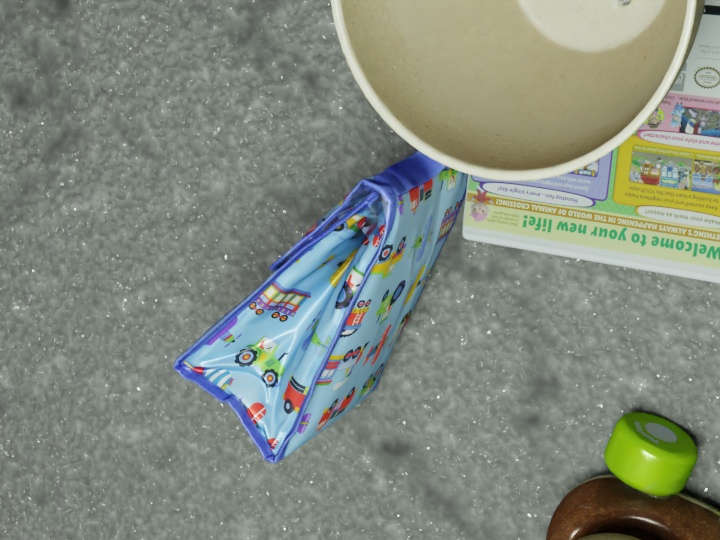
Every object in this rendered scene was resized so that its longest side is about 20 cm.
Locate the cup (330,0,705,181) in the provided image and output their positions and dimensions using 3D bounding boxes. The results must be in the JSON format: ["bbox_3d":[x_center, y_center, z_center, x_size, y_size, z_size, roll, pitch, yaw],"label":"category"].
[{"bbox_3d":[0.103,-0.161,0.819,0.198,0.143,0.203,9,108,27],"label":"cup"}]

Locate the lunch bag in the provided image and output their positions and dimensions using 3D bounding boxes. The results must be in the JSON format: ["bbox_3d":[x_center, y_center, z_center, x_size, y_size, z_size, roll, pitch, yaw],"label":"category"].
[{"bbox_3d":[0.000,0.000,0.940,0.094,0.150,0.201,42,115,9],"label":"lunch bag"}]

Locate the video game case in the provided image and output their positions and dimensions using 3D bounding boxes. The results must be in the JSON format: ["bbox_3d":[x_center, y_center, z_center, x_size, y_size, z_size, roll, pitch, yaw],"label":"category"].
[{"bbox_3d":[0.160,-0.094,0.896,0.198,0.022,0.184,11,100,28],"label":"video game case"}]

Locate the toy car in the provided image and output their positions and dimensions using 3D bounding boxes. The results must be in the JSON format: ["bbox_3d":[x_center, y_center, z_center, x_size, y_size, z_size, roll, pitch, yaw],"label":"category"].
[{"bbox_3d":[0.163,0.205,0.890,0.157,0.200,0.166,26,112,16],"label":"toy car"}]
